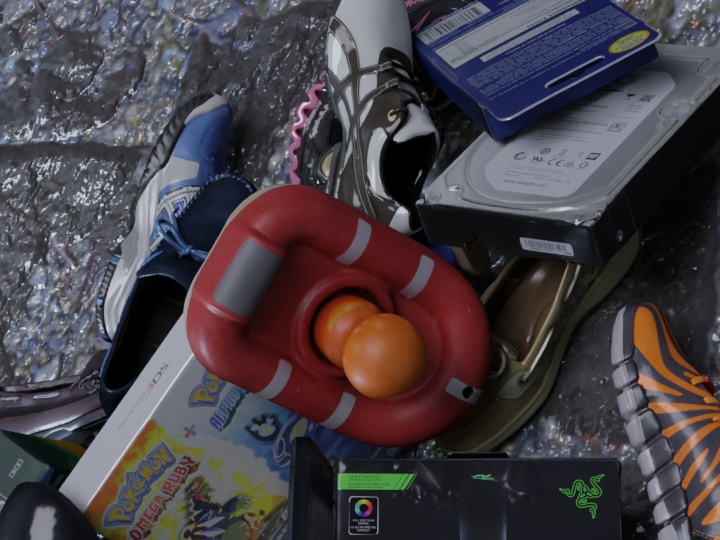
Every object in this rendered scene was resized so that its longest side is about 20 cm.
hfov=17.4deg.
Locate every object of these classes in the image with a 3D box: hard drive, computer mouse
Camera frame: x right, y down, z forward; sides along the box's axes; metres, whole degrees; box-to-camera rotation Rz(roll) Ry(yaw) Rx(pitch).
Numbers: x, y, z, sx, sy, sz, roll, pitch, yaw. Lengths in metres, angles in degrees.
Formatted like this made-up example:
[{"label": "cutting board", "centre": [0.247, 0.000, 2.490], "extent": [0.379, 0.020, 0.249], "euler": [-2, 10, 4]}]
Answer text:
[{"label": "hard drive", "centre": [0.145, -0.080, 1.491], "extent": [0.139, 0.038, 0.200], "euler": [10, 41, 40]}, {"label": "computer mouse", "centre": [-0.184, 0.227, 1.489], "extent": [0.138, 0.201, 0.053], "euler": [9, 37, 46]}]

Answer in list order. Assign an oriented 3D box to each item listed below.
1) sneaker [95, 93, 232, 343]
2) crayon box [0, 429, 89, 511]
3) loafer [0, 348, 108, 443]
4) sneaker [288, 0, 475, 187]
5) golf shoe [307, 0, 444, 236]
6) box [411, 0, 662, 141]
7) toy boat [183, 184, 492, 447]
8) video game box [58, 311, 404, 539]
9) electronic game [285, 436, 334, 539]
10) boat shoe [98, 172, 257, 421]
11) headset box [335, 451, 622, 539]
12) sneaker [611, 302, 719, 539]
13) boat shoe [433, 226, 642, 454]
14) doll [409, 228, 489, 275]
[{"label": "sneaker", "centre": [-0.126, -0.033, 1.724], "extent": [0.077, 0.076, 0.201], "euler": [14, 77, 17]}, {"label": "crayon box", "centre": [-0.234, 0.180, 1.633], "extent": [0.051, 0.200, 0.126], "euler": [33, 91, 14]}, {"label": "loafer", "centre": [-0.196, 0.086, 1.699], "extent": [0.199, 0.072, 0.063], "euler": [-23, 81, 29]}, {"label": "sneaker", "centre": [0.021, -0.120, 1.654], "extent": [0.095, 0.079, 0.201], "euler": [23, 86, 25]}, {"label": "golf shoe", "centre": [0.022, -0.108, 1.560], "extent": [0.094, 0.078, 0.201], "euler": [-4, 77, 42]}, {"label": "box", "centre": [0.114, -0.142, 1.540], "extent": [0.121, 0.033, 0.200], "euler": [-28, 25, -5]}, {"label": "toy boat", "centre": [-0.001, 0.040, 1.430], "extent": [0.131, 0.199, 0.131], "euler": [-60, 32, 5]}, {"label": "video game box", "centre": [-0.069, 0.112, 1.528], "extent": [0.200, 0.182, 0.047], "euler": [-55, 32, 2]}, {"label": "electronic game", "centre": [-0.040, 0.202, 1.439], "extent": [0.041, 0.200, 0.201], "euler": [3, 66, -2]}, {"label": "boat shoe", "centre": [-0.119, 0.017, 1.625], "extent": [0.084, 0.069, 0.201], "euler": [12, 68, 16]}, {"label": "headset box", "centre": [0.071, 0.207, 1.398], "extent": [0.173, 0.093, 0.201], "euler": [1, 65, 3]}, {"label": "sneaker", "centre": [0.224, 0.100, 1.404], "extent": [0.112, 0.078, 0.201], "euler": [-23, 68, 21]}, {"label": "boat shoe", "centre": [0.102, 0.030, 1.523], "extent": [0.073, 0.063, 0.201], "euler": [34, 91, 40]}, {"label": "doll", "centre": [0.000, 0.000, 1.607], "extent": [0.199, 0.049, 0.137], "euler": [-20, 32, 36]}]
